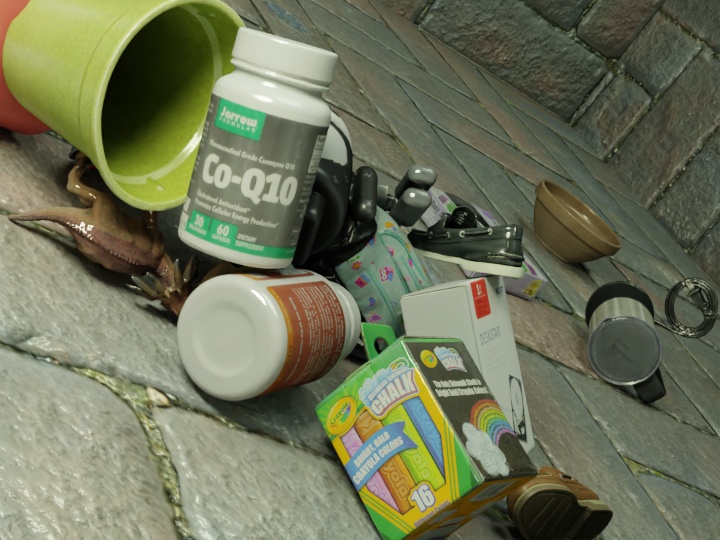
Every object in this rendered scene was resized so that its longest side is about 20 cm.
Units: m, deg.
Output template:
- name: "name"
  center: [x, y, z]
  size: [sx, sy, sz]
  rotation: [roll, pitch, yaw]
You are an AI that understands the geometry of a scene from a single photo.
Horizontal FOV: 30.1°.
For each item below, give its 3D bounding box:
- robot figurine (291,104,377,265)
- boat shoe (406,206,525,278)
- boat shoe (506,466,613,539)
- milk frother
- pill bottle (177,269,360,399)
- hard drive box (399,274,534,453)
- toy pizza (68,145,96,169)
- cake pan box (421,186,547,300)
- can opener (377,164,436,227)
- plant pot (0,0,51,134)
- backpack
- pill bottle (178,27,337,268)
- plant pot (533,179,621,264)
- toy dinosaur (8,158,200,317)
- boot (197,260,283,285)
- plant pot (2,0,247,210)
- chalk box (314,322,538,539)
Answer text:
- name: "robot figurine"
  center: [-0.070, -0.097, 1.389]
  size: [0.150, 0.124, 0.201]
  rotation: [50, 27, -28]
- name: "boat shoe"
  center: [0.117, -0.038, 1.502]
  size: [0.074, 0.067, 0.199]
  rotation: [7, 6, -27]
- name: "boat shoe"
  center: [0.203, 0.254, 1.467]
  size: [0.068, 0.072, 0.200]
  rotation: [46, 9, 35]
- name: "milk frother"
  center: [0.475, 0.090, 2.173]
  size: [0.180, 0.200, 0.188]
  rotation: [41, 18, -5]
- name: "pill bottle"
  center: [-0.078, 0.057, 1.279]
  size: [0.112, 0.112, 0.200]
  rotation: [44, 19, 17]
- name: "hard drive box"
  center: [0.117, 0.112, 1.442]
  size: [0.156, 0.076, 0.202]
  rotation: [-15, 94, -69]
- name: "toy pizza"
  center: [-0.213, -0.139, 1.437]
  size: [0.200, 0.199, 0.032]
  rotation: [-14, 88, -68]
- name: "cake pan box"
  center: [0.191, -0.047, 2.187]
  size: [0.184, 0.052, 0.200]
  rotation: [22, 24, -47]
- name: "can opener"
  center: [0.036, -0.079, 1.509]
  size: [0.066, 0.054, 0.200]
  rotation: [14, -10, -5]
- name: "plant pot"
  center: [-0.370, -0.240, 1.349]
  size: [0.177, 0.200, 0.201]
  rotation: [34, 16, -46]
- name: "backpack"
  center: [0.000, 0.000, 1.507]
  size: [0.201, 0.126, 0.167]
  rotation: [57, -2, -36]
- name: "pill bottle"
  center: [-0.091, -0.112, 1.227]
  size: [0.112, 0.202, 0.113]
  rotation: [15, 10, -3]
- name: "plant pot"
  center: [0.404, -0.080, 2.611]
  size: [0.200, 0.093, 0.201]
  rotation: [35, 19, -14]
- name: "toy dinosaur"
  center: [-0.226, -0.023, 1.269]
  size: [0.199, 0.086, 0.136]
  rotation: [19, 32, -34]
- name: "boot"
  center: [-0.100, 0.016, 1.424]
  size: [0.074, 0.076, 0.200]
  rotation: [40, 15, 20]
- name: "plant pot"
  center: [-0.231, -0.182, 1.259]
  size: [0.183, 0.202, 0.200]
  rotation: [26, 9, 32]
- name: "chalk box"
  center: [0.051, 0.142, 1.272]
  size: [0.124, 0.124, 0.201]
  rotation: [8, 47, -57]
